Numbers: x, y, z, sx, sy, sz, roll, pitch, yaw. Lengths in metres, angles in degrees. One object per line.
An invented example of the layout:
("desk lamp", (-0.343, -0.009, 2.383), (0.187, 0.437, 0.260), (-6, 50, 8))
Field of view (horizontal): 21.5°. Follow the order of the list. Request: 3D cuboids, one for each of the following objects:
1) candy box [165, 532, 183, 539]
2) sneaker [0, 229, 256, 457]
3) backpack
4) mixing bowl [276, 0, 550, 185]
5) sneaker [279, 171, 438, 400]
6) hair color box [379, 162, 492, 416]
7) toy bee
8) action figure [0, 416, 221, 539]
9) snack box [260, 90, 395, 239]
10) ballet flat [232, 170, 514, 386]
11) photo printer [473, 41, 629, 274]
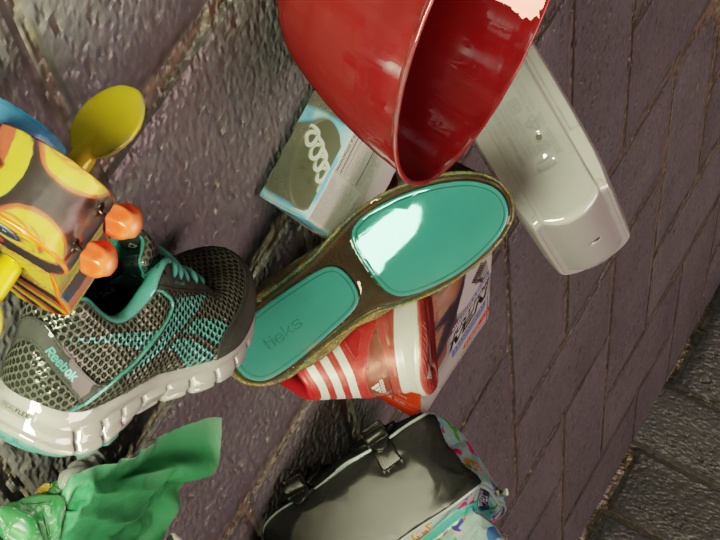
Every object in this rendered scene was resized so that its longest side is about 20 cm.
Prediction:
("candy box", (-0.156, 0.276, 1.113), (0.200, 0.071, 0.168), (-51, 173, -37))
("sneaker", (-0.106, 0.017, 0.938), (0.200, 0.077, 0.092), (-39, 147, -58))
("backpack", (0.031, 0.204, 1.485), (0.177, 0.151, 0.200), (-35, 170, 2))
("mixing bowl", (0.024, -0.157, 1.003), (0.200, 0.108, 0.200), (-54, 160, -30))
("sneaker", (-0.013, 0.006, 1.228), (0.200, 0.115, 0.079), (-91, 171, -54))
("hair color box", (0.048, 0.014, 1.412), (0.111, 0.064, 0.200), (-55, 160, -24))
("toy bee", (-0.133, -0.017, 0.740), (0.131, 0.108, 0.200), (-63, 164, 6))
("action figure", (-0.144, 0.128, 1.017), (0.118, 0.055, 0.200), (-63, 167, 5))
("snack box", (0.014, -0.116, 1.155), (0.201, 0.037, 0.116), (-62, 164, -2))
("ballet flat", (0.000, 0.000, 1.145), (0.200, 0.071, 0.071), (-33, 161, 0))
("photo printer", (0.122, -0.085, 1.325), (0.069, 0.167, 0.200), (-30, 165, 6))
